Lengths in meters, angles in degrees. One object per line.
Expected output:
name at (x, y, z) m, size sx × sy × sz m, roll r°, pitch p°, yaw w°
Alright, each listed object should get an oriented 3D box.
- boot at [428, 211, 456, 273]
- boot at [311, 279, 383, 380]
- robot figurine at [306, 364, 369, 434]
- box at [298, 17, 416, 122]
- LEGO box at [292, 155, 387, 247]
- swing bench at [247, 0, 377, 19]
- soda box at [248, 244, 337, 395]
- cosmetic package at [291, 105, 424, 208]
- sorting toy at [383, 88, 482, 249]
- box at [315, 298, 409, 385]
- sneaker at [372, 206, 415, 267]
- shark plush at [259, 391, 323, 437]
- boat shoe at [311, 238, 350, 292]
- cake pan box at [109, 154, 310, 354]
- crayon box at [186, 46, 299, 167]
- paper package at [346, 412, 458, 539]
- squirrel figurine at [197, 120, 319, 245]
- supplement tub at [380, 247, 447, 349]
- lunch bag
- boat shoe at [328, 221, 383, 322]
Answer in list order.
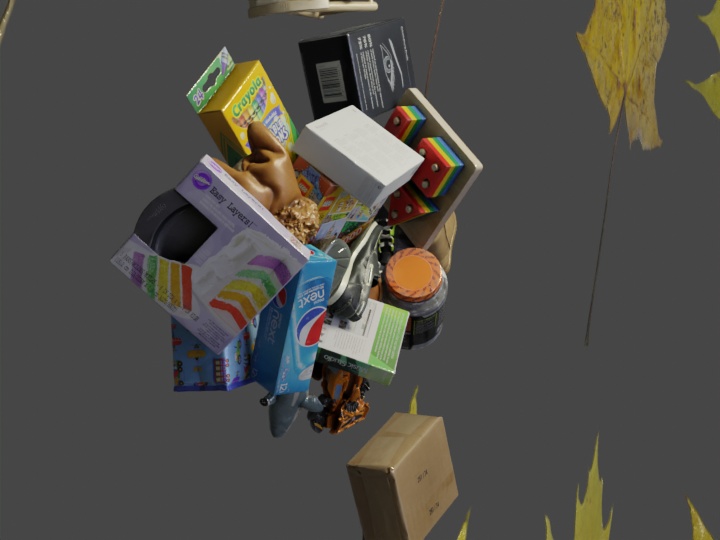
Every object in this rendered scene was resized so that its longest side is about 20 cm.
boot at (0.141, -0.096, 1.915) m, size 0.200 × 0.066 × 0.176 m, roll 62°, pitch 23°, yaw -66°
boot at (-0.037, 0.075, 1.700) m, size 0.155 × 0.077 × 0.201 m, roll -32°, pitch 135°, yaw -46°
robot figurine at (-0.019, 0.187, 1.682) m, size 0.145 × 0.058 × 0.201 m, roll -22°, pitch 134°, yaw -44°
box at (0.000, -0.343, 1.746) m, size 0.200 × 0.104 × 0.149 m, roll -32°, pitch 115°, yaw -53°
LEGO box at (-0.050, -0.107, 1.619) m, size 0.200 × 0.077 × 0.149 m, roll -13°, pitch 142°, yaw -56°
swing bench at (-0.084, -0.504, 1.598) m, size 0.200 × 0.129 × 0.200 m, roll -19°, pitch 106°, yaw -55°
soda box at (-0.095, 0.068, 1.414) m, size 0.064 × 0.068 × 0.201 m, roll -3°, pitch 113°, yaw -41°
cosmetic package at (0.000, -0.180, 1.572) m, size 0.151 × 0.052 × 0.200 m, roll 40°, pitch 26°, yaw 5°
sorting toy at (0.080, -0.168, 1.722) m, size 0.069 × 0.199 × 0.200 m, roll -11°, pitch 55°, yaw -43°
box at (-0.031, 0.091, 1.596) m, size 0.145 × 0.199 × 0.036 m, roll -71°, pitch 180°, yaw -49°
sneaker at (0.064, -0.048, 1.866) m, size 0.083 × 0.072 × 0.200 m, roll -56°, pitch 134°, yaw -39°
shark plush at (-0.116, 0.186, 1.540) m, size 0.083 × 0.091 × 0.200 m, roll -41°, pitch 161°, yaw -19°
boat shoe at (-0.090, 0.035, 1.533) m, size 0.074 × 0.065 × 0.202 m, roll 45°, pitch 66°, yaw -36°
cake pan box at (-0.196, -0.021, 1.319) m, size 0.200 × 0.184 × 0.052 m, roll 44°, pitch 8°, yaw -11°
crayon box at (-0.168, -0.223, 1.533) m, size 0.200 × 0.051 × 0.126 m, roll 60°, pitch 43°, yaw -36°
paper package at (0.079, 0.384, 1.851) m, size 0.200 × 0.103 × 0.191 m, roll -39°, pitch 122°, yaw -51°
squirrel figurine at (-0.165, -0.072, 1.420) m, size 0.200 × 0.142 × 0.187 m, roll 47°, pitch 49°, yaw 2°
supplement tub at (0.091, 0.049, 1.795) m, size 0.200 × 0.122 × 0.123 m, roll 90°, pitch 16°, yaw -62°
lunch bag at (-0.184, 0.090, 1.481) m, size 0.200 × 0.094 × 0.151 m, roll -1°, pitch 87°, yaw -66°
boat shoe at (0.000, 0.000, 1.629) m, size 0.068 × 0.072 × 0.200 m, roll 36°, pitch 43°, yaw -12°
